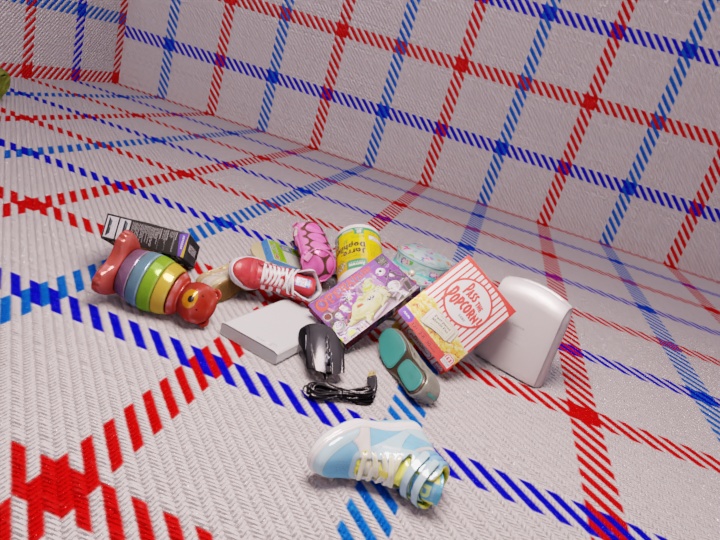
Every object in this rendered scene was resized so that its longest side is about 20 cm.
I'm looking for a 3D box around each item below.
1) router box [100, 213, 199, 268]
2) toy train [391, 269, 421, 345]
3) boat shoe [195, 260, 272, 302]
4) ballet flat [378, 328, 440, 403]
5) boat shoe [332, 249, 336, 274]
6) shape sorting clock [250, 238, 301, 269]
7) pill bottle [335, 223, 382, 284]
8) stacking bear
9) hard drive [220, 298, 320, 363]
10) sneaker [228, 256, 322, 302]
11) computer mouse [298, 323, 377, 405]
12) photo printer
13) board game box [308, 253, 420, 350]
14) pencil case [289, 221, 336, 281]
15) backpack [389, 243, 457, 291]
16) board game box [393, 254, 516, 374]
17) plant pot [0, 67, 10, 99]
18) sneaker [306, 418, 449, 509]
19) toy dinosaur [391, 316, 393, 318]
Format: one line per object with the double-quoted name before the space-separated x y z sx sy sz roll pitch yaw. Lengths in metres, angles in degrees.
"router box" -0.423 -0.056 1.177 0.156 0.053 0.200 14 -8 -8
"toy train" 0.135 0.095 1.192 0.199 0.151 0.056 25 7 11
"boat shoe" -0.265 0.008 1.219 0.069 0.074 0.200 31 24 21
"ballet flat" 0.090 0.182 1.079 0.064 0.067 0.200 38 9 -29
"boat shoe" -0.041 -0.028 1.459 0.202 0.086 0.074 33 8 37
"shape sorting clock" -0.177 -0.018 1.413 0.199 0.039 0.200 27 15 -8
"pill bottle" 0.000 0.000 1.318 0.112 0.113 0.201 10 49 -18
"stacking bear" -0.355 0.031 1.038 0.199 0.122 0.114 25 -16 1
"hard drive" -0.153 0.111 1.103 0.131 0.026 0.200 25 20 22
"sneaker" -0.166 0.018 1.178 0.112 0.072 0.199 2 -13 42
"computer mouse" -0.036 0.154 1.014 0.140 0.046 0.200 13 28 -17
"photo printer" 0.346 0.122 1.217 0.166 0.201 0.069 30 23 32
"board game box" 0.009 0.058 1.152 0.200 0.032 0.120 -36 56 -22
"pencil case" -0.118 -0.051 1.386 0.094 0.091 0.200 49 4 -28
"backpack" 0.135 0.023 1.413 0.177 0.151 0.199 30 28 31
"board game box" 0.190 0.087 1.154 0.200 0.046 0.152 -37 81 -18
"plant pot" -1.452 -0.740 2.169 0.189 0.201 0.200 27 18 -9
"sneaker" 0.037 0.264 0.764 0.199 0.080 0.130 1 23 -35
"toy dinosaur" 0.146 0.123 1.291 0.199 0.048 0.088 20 13 0
